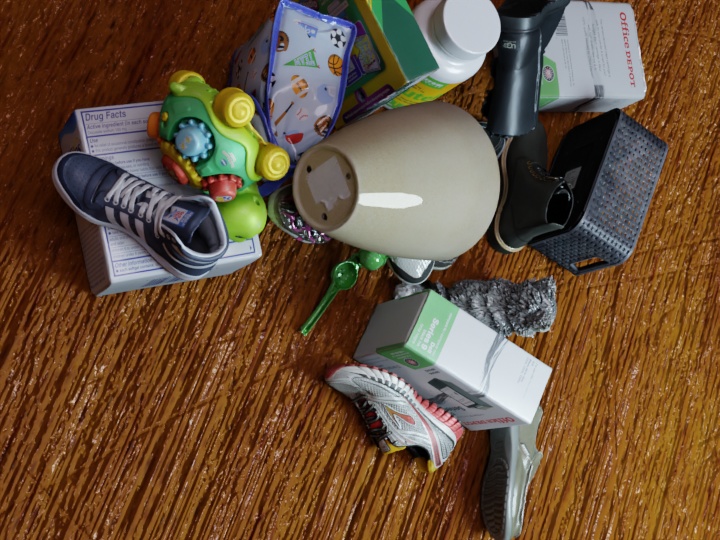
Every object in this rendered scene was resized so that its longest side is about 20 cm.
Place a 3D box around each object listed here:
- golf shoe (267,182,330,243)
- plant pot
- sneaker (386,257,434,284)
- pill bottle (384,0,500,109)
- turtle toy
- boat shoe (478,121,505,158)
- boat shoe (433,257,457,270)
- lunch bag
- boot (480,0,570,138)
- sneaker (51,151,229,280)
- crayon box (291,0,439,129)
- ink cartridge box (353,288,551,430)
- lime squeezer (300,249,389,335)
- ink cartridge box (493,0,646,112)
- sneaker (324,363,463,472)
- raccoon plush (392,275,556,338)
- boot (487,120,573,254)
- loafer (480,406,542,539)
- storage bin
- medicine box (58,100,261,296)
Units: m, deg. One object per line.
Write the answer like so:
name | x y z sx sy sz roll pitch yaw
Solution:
golf shoe | -0.065 -0.069 1.337 0.200 0.092 0.073 0 94 -64
plant pot | 0.023 -0.097 1.245 0.200 0.187 0.188 -8 83 -51
sneaker | 0.069 -0.074 1.383 0.075 0.088 0.201 -2 105 -12
pill bottle | 0.092 -0.282 1.433 0.111 0.200 0.112 5 78 -25
turtle toy | -0.154 -0.119 1.202 0.101 0.146 0.200 -43 127 -15
boat shoe | 0.134 -0.166 1.495 0.199 0.068 0.074 -13 82 -38
boat shoe | 0.056 -0.073 1.455 0.201 0.061 0.072 38 66 -15
lunch bag | -0.099 -0.193 1.339 0.123 0.170 0.201 13 75 -22
boot | 0.216 -0.276 1.478 0.200 0.076 0.169 -49 147 -54
sneaker | -0.224 -0.067 1.173 0.200 0.108 0.070 37 67 -16
crayon box | -0.007 -0.287 1.386 0.058 0.200 0.173 -28 93 -28
ink cartridge box | 0.115 0.116 1.401 0.200 0.146 0.084 33 67 -17
lime squeezer | 0.000 0.000 1.396 0.200 0.071 0.038 -34 108 12
ink cartridge box | 0.297 -0.305 1.604 0.199 0.084 0.147 -3 82 -27
sneaker | 0.038 0.181 1.390 0.200 0.078 0.082 35 69 -16
raccoon plush | 0.157 0.050 1.440 0.199 0.134 0.097 -2 82 -27
boot | 0.249 -0.128 1.517 0.077 0.138 0.201 16 73 -22
loafer | 0.207 0.255 1.461 0.069 0.075 0.201 13 75 -19
storage bin | 0.325 -0.107 1.552 0.094 0.135 0.201 32 68 -18
medicine box | -0.232 -0.088 1.292 0.181 0.103 0.201 -10 85 -27
